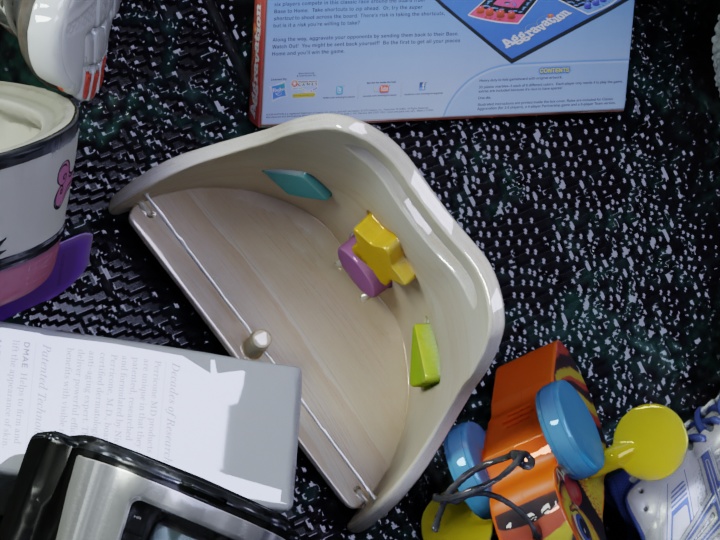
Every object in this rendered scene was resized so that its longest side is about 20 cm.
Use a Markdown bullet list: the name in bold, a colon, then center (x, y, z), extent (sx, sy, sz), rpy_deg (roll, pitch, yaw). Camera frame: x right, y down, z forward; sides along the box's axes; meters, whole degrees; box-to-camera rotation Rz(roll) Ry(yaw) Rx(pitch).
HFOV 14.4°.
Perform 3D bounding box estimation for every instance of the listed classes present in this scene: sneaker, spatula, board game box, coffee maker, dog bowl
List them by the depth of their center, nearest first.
- **coffee maker**: center (-0.125, 0.172, 1.188), extent (0.135, 0.192, 0.200), rpy_deg (30, 76, -35)
- **dog bowl**: center (-0.219, -0.029, 1.250), extent (0.200, 0.200, 0.074), rpy_deg (-10, 107, -22)
- **spatula**: center (-0.220, 0.018, 1.313), extent (0.200, 0.057, 0.021), rpy_deg (-10, 66, -14)
- **sneaker**: center (-0.153, -0.131, 1.319), extent (0.082, 0.200, 0.077), rpy_deg (9, 107, -3)
- **sneaker**: center (0.167, 0.102, 1.383), extent (0.088, 0.075, 0.200), rpy_deg (21, 89, -6)
- **board game box**: center (0.043, -0.127, 1.428), extent (0.200, 0.019, 0.103), rpy_deg (-3, 111, -20)

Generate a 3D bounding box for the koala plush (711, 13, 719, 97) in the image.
- **koala plush**: center (0.262, -0.035, 1.439), extent (0.177, 0.184, 0.200), rpy_deg (7, 98, 0)

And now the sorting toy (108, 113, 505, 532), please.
- **sorting toy**: center (0.000, 0.000, 1.317), extent (0.107, 0.180, 0.200), rpy_deg (-37, 90, -24)

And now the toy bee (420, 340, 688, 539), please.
- **toy bee**: center (0.082, 0.114, 1.335), extent (0.200, 0.131, 0.109), rpy_deg (-39, 105, -50)

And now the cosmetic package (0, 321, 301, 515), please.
- **cosmetic package**: center (-0.136, 0.071, 1.294), extent (0.200, 0.102, 0.074), rpy_deg (8, 74, -18)
